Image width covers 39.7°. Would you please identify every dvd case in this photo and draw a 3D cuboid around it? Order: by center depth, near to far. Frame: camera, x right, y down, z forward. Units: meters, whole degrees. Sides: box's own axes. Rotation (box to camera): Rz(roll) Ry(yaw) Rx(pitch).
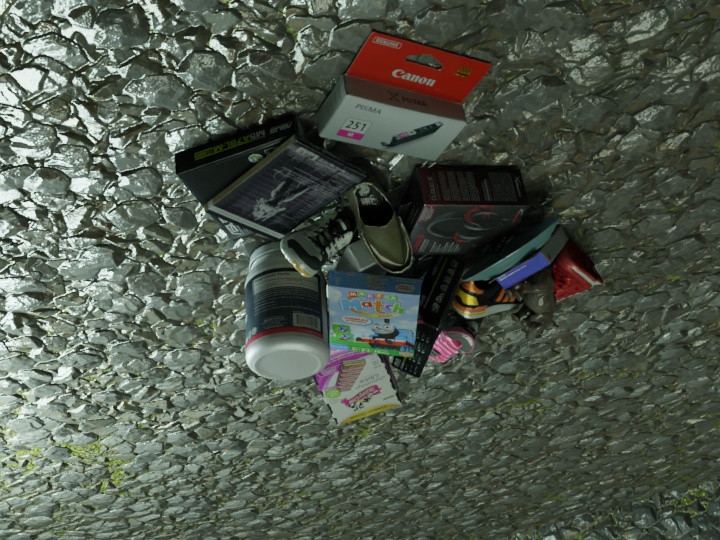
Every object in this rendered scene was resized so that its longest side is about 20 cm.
[{"bbox_3d":[-0.111,-0.117,1.464,0.199,0.016,0.148,-33,144,31],"label":"dvd case"}]

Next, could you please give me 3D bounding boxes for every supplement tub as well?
[{"bbox_3d":[-0.123,0.068,1.664,0.138,0.202,0.141,-3,149,-2],"label":"supplement tub"}]

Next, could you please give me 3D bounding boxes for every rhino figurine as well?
[{"bbox_3d":[0.320,0.067,1.807,0.087,0.060,0.201,-36,141,-11],"label":"rhino figurine"}]

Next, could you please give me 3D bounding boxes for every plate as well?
[{"bbox_3d":[0.258,-0.030,1.680,0.199,0.026,0.200,-35,-178,1],"label":"plate"}]

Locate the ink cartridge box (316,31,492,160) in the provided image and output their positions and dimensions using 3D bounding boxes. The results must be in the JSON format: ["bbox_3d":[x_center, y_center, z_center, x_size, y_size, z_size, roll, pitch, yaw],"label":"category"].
[{"bbox_3d":[0.063,-0.235,1.384,0.198,0.044,0.174,8,146,-28],"label":"ink cartridge box"}]

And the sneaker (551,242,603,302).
[{"bbox_3d":[0.369,0.020,1.820,0.115,0.079,0.200,-33,154,17],"label":"sneaker"}]

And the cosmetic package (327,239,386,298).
[{"bbox_3d":[0.000,0.000,1.691,0.082,0.051,0.200,-24,165,-22],"label":"cosmetic package"}]

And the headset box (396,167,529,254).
[{"bbox_3d":[0.150,-0.094,1.608,0.198,0.076,0.149,0,149,-16],"label":"headset box"}]

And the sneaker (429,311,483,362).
[{"bbox_3d":[0.176,0.120,1.971,0.079,0.096,0.199,40,153,-18],"label":"sneaker"}]

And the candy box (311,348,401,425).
[{"bbox_3d":[-0.016,0.187,1.847,0.135,0.061,0.201,-19,130,6],"label":"candy box"}]

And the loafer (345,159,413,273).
[{"bbox_3d":[0.025,-0.071,1.534,0.075,0.070,0.201,-26,117,7],"label":"loafer"}]

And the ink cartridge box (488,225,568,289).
[{"bbox_3d":[0.290,-0.018,1.704,0.094,0.037,0.200,-32,180,29],"label":"ink cartridge box"}]

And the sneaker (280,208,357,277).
[{"bbox_3d":[-0.059,-0.055,1.555,0.087,0.076,0.200,-39,-176,21],"label":"sneaker"}]

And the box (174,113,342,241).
[{"bbox_3d":[-0.148,-0.134,1.484,0.191,0.048,0.200,-18,148,9],"label":"box"}]

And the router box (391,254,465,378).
[{"bbox_3d":[0.122,0.082,1.811,0.062,0.151,0.201,23,148,7],"label":"router box"}]

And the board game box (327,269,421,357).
[{"bbox_3d":[0.022,0.075,1.664,0.149,0.037,0.201,6,145,4],"label":"board game box"}]

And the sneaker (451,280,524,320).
[{"bbox_3d":[0.254,0.022,1.807,0.199,0.070,0.091,-18,136,-34],"label":"sneaker"}]
